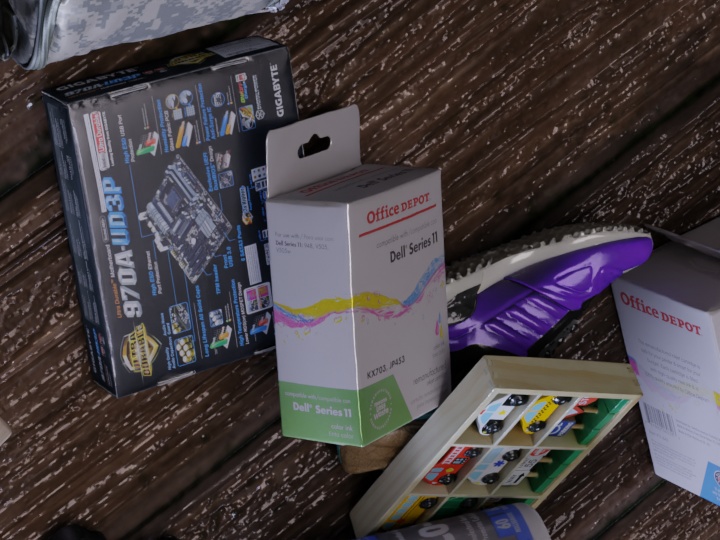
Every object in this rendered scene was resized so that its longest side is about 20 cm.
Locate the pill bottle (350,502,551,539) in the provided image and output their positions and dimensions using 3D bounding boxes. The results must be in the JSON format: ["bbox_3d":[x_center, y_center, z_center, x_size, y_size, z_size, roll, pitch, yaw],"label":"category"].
[{"bbox_3d":[0.034,0.234,1.524,0.198,0.114,0.115,-11,109,-11],"label":"pill bottle"}]

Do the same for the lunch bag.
[{"bbox_3d":[-0.134,-0.218,1.322,0.199,0.139,0.169,-19,128,-24],"label":"lunch bag"}]

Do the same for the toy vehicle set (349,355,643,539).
[{"bbox_3d":[0.091,0.127,1.523,0.123,0.027,0.200,4,142,-31],"label":"toy vehicle set"}]

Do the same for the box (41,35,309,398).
[{"bbox_3d":[-0.110,-0.035,1.428,0.158,0.046,0.202,-18,111,-25],"label":"box"}]

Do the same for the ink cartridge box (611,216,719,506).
[{"bbox_3d":[0.279,0.056,1.625,0.125,0.128,0.201,-25,115,-22],"label":"ink cartridge box"}]

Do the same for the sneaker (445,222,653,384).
[{"bbox_3d":[0.118,0.031,1.553,0.199,0.070,0.100,-18,98,-15],"label":"sneaker"}]

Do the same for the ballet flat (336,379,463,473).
[{"bbox_3d":[0.069,0.115,1.565,0.199,0.068,0.073,-4,125,-28],"label":"ballet flat"}]

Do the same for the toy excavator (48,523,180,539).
[{"bbox_3d":[-0.147,0.287,1.478,0.193,0.100,0.201,13,110,-32],"label":"toy excavator"}]

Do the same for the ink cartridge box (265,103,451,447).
[{"bbox_3d":[0.000,0.000,1.438,0.117,0.067,0.202,-24,114,-53],"label":"ink cartridge box"}]

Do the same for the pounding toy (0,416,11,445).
[{"bbox_3d":[-0.335,0.084,1.276,0.184,0.142,0.200,-45,120,-12],"label":"pounding toy"}]
